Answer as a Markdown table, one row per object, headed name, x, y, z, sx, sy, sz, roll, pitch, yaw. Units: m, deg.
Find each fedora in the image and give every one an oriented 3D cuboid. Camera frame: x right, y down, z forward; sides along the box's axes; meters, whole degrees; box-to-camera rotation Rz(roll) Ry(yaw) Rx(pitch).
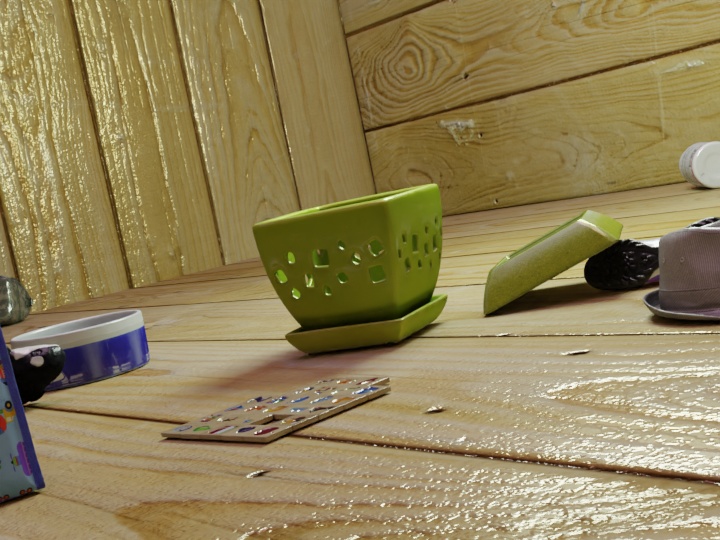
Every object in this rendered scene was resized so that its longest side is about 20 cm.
| name | x | y | z | sx | sy | sz | roll | pitch | yaw |
| --- | --- | --- | --- | --- | --- | --- | --- | --- | --- |
| fedora | 0.383 | -0.009 | 1.185 | 0.175 | 0.091 | 0.200 | -13 | 5 | -11 |

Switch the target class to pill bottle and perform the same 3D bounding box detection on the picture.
| name | x | y | z | sx | sy | sz | roll | pitch | yaw |
| --- | --- | --- | --- | --- | --- | --- | --- | --- | --- |
| pill bottle | 0.868 | -0.266 | 2.839 | 0.112 | 0.115 | 0.200 | -11 | 5 | 5 |

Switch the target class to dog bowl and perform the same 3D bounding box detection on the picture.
| name | x | y | z | sx | sy | sz | roll | pitch | yaw |
| --- | --- | --- | --- | --- | --- | --- | --- | --- | --- |
| dog bowl | -0.422 | 0.120 | 1.713 | 0.198 | 0.080 | 0.200 | -11 | 5 | 1 |

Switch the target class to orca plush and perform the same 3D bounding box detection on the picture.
| name | x | y | z | sx | sy | sz | roll | pitch | yaw |
| --- | --- | --- | --- | --- | --- | --- | --- | --- | --- |
| orca plush | -0.486 | 0.159 | 1.495 | 0.198 | 0.106 | 0.071 | -9 | 36 | -1 |

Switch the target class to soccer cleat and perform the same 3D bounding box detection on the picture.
| name | x | y | z | sx | sy | sz | roll | pitch | yaw |
| --- | --- | --- | --- | --- | --- | --- | --- | --- | --- |
| soccer cleat | 0.388 | -0.011 | 1.456 | 0.199 | 0.069 | 0.073 | -18 | -28 | 25 |

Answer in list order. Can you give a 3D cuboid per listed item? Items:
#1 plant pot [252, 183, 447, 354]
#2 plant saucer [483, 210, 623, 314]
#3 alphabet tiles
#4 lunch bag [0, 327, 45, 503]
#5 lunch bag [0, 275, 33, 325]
| name | x | y | z | sx | sy | sz | roll | pitch | yaw |
| --- | --- | --- | --- | --- | --- | --- | --- | --- | --- |
| plant pot | 0.000 | 0.000 | 1.470 | 0.197 | 0.183 | 0.200 | -9 | 5 | 25 |
| plant saucer | 0.254 | -0.022 | 1.532 | 0.199 | 0.048 | 0.200 | -31 | 0 | 17 |
| alphabet tiles | -0.072 | 0.135 | 1.122 | 0.199 | 0.008 | 0.166 | -16 | 6 | -43 |
| lunch bag | -0.378 | 0.111 | 0.982 | 0.150 | 0.202 | 0.094 | -14 | 6 | -32 |
| lunch bag | -1.045 | 0.099 | 3.193 | 0.198 | 0.141 | 0.168 | -11 | -11 | 4 |
